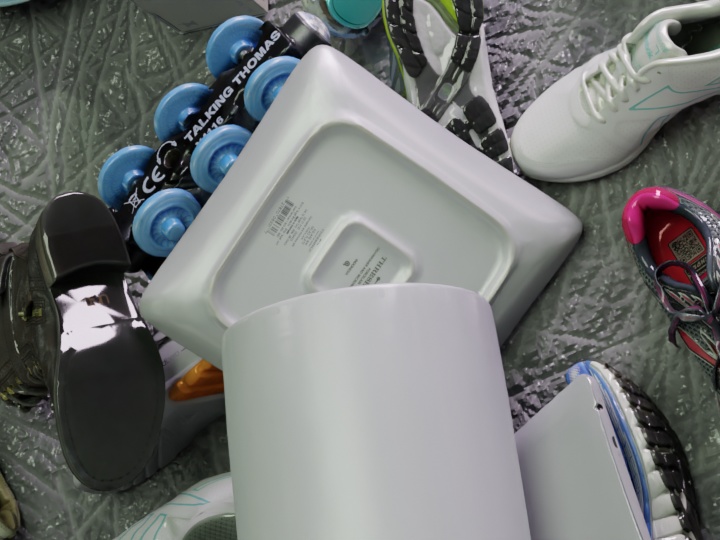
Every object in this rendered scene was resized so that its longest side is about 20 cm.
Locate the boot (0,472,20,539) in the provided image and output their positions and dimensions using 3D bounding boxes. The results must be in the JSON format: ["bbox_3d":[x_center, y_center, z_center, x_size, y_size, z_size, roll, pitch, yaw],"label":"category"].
[{"bbox_3d":[-0.287,0.203,1.863,0.154,0.072,0.201,-27,63,16],"label":"boot"}]

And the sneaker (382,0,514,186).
[{"bbox_3d":[0.053,-0.096,1.777,0.074,0.081,0.201,-3,90,-1],"label":"sneaker"}]

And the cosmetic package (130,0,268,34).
[{"bbox_3d":[-0.114,-0.269,1.899,0.073,0.103,0.201,-11,71,24],"label":"cosmetic package"}]

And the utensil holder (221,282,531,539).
[{"bbox_3d":[0.010,0.125,1.616,0.169,0.170,0.201,-15,71,23],"label":"utensil holder"}]

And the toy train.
[{"bbox_3d":[-0.074,-0.068,1.805,0.200,0.114,0.087,-50,41,7],"label":"toy train"}]

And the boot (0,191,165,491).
[{"bbox_3d":[-0.187,0.056,1.808,0.174,0.069,0.201,141,124,-60],"label":"boot"}]

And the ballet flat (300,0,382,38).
[{"bbox_3d":[0.021,-0.238,1.839,0.072,0.072,0.200,32,85,32],"label":"ballet flat"}]

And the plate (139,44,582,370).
[{"bbox_3d":[0.000,0.000,1.726,0.200,0.032,0.200,34,95,-5],"label":"plate"}]

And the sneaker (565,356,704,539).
[{"bbox_3d":[0.144,0.144,1.644,0.089,0.079,0.201,-22,65,18],"label":"sneaker"}]

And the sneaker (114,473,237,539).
[{"bbox_3d":[-0.110,0.176,1.775,0.200,0.070,0.080,-27,22,33],"label":"sneaker"}]

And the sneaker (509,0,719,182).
[{"bbox_3d":[0.169,-0.118,1.714,0.200,0.080,0.071,-28,65,20],"label":"sneaker"}]

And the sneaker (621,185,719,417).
[{"bbox_3d":[0.213,0.035,1.643,0.081,0.075,0.200,-44,60,9],"label":"sneaker"}]

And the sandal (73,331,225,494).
[{"bbox_3d":[-0.109,0.061,1.805,0.206,0.079,0.059,-37,63,16],"label":"sandal"}]

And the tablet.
[{"bbox_3d":[0.094,0.160,1.645,0.200,0.014,0.131,-45,53,46],"label":"tablet"}]

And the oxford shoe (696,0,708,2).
[{"bbox_3d":[0.166,-0.229,1.763,0.200,0.058,0.075,43,99,33],"label":"oxford shoe"}]

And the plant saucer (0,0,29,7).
[{"bbox_3d":[-0.225,-0.270,1.998,0.199,0.036,0.201,-9,69,26],"label":"plant saucer"}]
